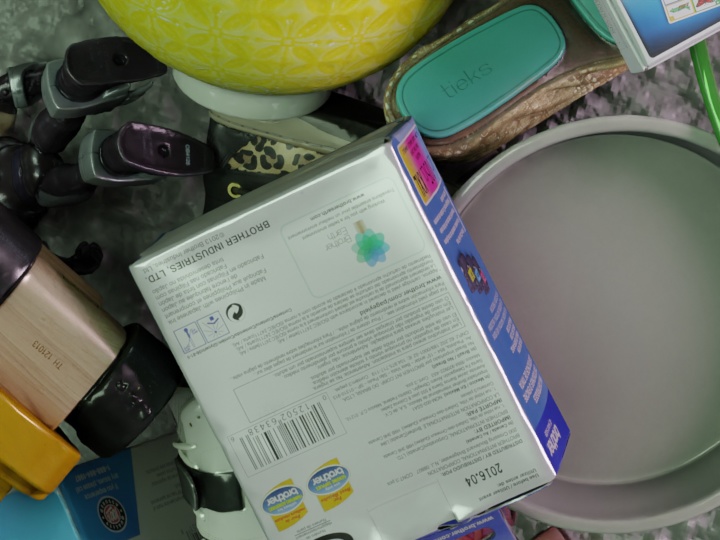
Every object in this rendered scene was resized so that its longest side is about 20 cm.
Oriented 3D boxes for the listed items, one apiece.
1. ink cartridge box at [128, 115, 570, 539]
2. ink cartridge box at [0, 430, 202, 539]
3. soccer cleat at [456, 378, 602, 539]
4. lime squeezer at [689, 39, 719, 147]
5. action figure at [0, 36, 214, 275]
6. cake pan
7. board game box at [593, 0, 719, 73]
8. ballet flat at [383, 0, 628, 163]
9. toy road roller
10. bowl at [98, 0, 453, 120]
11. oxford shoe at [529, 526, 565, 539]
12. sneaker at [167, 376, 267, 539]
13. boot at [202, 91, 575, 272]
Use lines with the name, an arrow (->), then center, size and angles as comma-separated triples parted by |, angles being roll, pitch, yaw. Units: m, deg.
ink cartridge box -> 0.004, 0.051, 1.127 | 0.136, 0.076, 0.200 | -25, 96, 16
ink cartridge box -> -0.134, 0.208, 1.296 | 0.144, 0.147, 0.200 | -26, 84, 25
soccer cleat -> 0.034, 0.120, 1.257 | 0.076, 0.067, 0.200 | 46, 109, 8
lime squeezer -> 0.167, -0.151, 1.146 | 0.070, 0.038, 0.201 | 18, 86, -9
action figure -> -0.158, -0.053, 1.301 | 0.200, 0.069, 0.131 | -23, 78, 54
cake pan -> 0.119, 0.023, 1.178 | 0.200, 0.037, 0.201 | 0, 105, -2
board game box -> 0.178, -0.189, 1.108 | 0.200, 0.035, 0.127 | -28, 95, -4
ballet flat -> 0.098, -0.112, 1.190 | 0.200, 0.065, 0.071 | -27, 78, -5
toy road roller -> -0.186, 0.052, 1.180 | 0.123, 0.200, 0.146 | 42, 85, -17
bowl -> -0.045, -0.137, 1.206 | 0.200, 0.200, 0.108 | 23, 125, 21
oxford shoe -> 0.051, 0.220, 1.256 | 0.074, 0.071, 0.200 | 45, 112, 11
sneaker -> -0.060, 0.086, 1.225 | 0.088, 0.074, 0.200 | 19, 110, -4
boot -> 0.000, 0.000, 1.253 | 0.199, 0.073, 0.151 | 21, 109, 12
